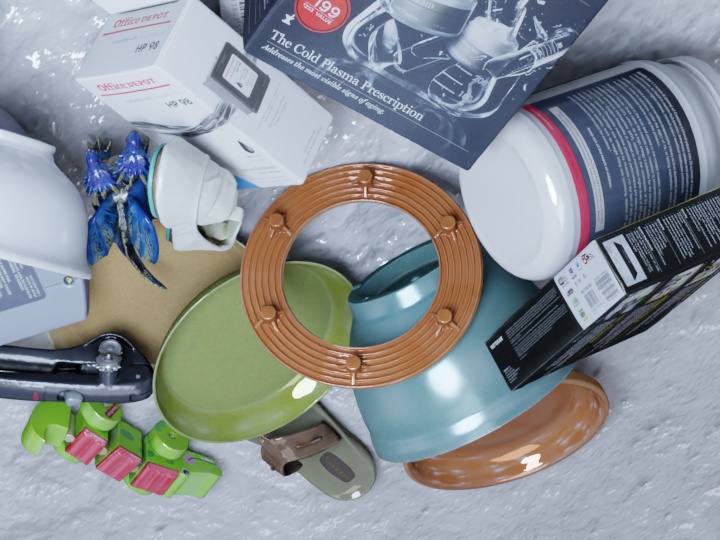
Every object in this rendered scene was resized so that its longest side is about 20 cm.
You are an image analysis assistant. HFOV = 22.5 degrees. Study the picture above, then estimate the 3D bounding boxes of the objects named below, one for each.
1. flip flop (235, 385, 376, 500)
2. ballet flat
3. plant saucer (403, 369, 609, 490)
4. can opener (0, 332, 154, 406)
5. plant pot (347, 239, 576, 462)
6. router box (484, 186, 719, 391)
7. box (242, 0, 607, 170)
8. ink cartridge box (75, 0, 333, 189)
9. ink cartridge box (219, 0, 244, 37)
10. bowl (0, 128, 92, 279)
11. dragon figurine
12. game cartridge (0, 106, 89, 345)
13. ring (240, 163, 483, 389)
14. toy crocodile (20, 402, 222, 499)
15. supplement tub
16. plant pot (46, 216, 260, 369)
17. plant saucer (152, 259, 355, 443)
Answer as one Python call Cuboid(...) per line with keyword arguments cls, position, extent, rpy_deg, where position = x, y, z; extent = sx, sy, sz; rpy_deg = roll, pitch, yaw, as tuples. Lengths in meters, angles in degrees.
Cuboid(cls="flip flop", position=(-0.057, 0.167, 1.687), extent=(0.081, 0.058, 0.200), rpy_deg=(-34, 127, 19))
Cuboid(cls="ballet flat", position=(-0.123, -0.055, 1.400), extent=(0.069, 0.070, 0.200), rpy_deg=(-8, 168, -3))
Cuboid(cls="plant saucer", position=(0.132, 0.141, 1.680), extent=(0.199, 0.038, 0.200), rpy_deg=(-13, 149, -8))
Cuboid(cls="can opener", position=(-0.273, 0.091, 1.550), extent=(0.199, 0.064, 0.079), rpy_deg=(3, 130, -12))
Cuboid(cls="plant pot", position=(0.069, 0.053, 1.543), extent=(0.200, 0.200, 0.135), rpy_deg=(-27, 102, 13))
Cuboid(cls="router box", position=(0.202, 0.015, 1.400), extent=(0.149, 0.051, 0.200), rpy_deg=(-21, 165, -29))
Cuboid(cls="box", position=(0.045, -0.204, 1.292), extent=(0.199, 0.104, 0.182), rpy_deg=(26, 122, -21))
Cuboid(cls="ink cartridge box", position=(-0.132, -0.143, 1.372), extent=(0.200, 0.067, 0.116), rpy_deg=(38, 156, -33))
Cuboid(cls="ink cartridge box", position=(-0.026, -0.259, 1.342), extent=(0.175, 0.045, 0.201), rpy_deg=(-7, 131, -1))
Cuboid(cls="bowl", position=(-0.286, -0.063, 1.349), extent=(0.200, 0.201, 0.091), rpy_deg=(16, 90, -21))
Cuboid(cls="dragon figurine", position=(-0.188, -0.039, 1.433), extent=(0.059, 0.100, 0.201), rpy_deg=(-1, 130, -3))
Cuboid(cls="game cartridge", position=(-0.302, -0.033, 1.473), extent=(0.133, 0.042, 0.201), rpy_deg=(-18, 120, 3))
Cuboid(cls="ring", position=(0.000, 0.000, 1.470), extent=(0.199, 0.201, 0.019), rpy_deg=(-12, 156, 1))
Cuboid(cls="toy crocodile", position=(-0.218, 0.167, 1.659), extent=(0.199, 0.062, 0.068), rpy_deg=(28, 121, -29))
Cuboid(cls="supplement tub", position=(0.191, -0.085, 1.426), extent=(0.199, 0.140, 0.141), rpy_deg=(-20, 135, -26))
Cuboid(cls="plant pot", position=(-0.175, 0.026, 1.571), extent=(0.199, 0.028, 0.201), rpy_deg=(-5, 131, -5))
Cuboid(cls="plant saucer", position=(-0.093, 0.065, 1.569), extent=(0.199, 0.031, 0.201), rpy_deg=(-20, 136, -20))
